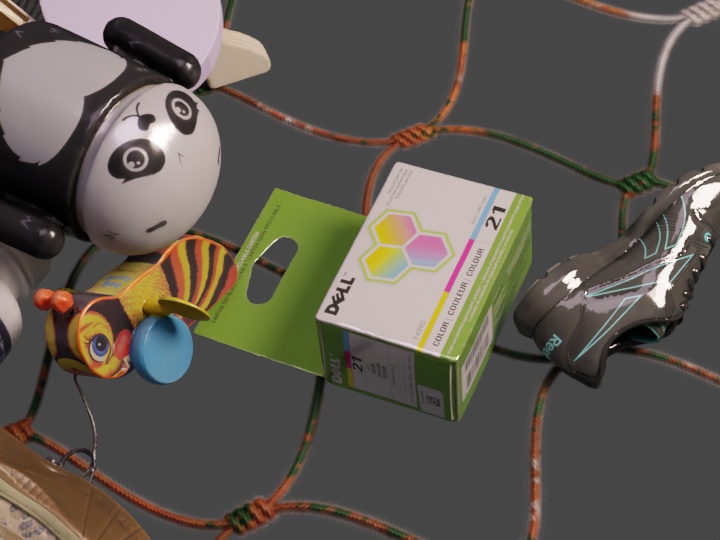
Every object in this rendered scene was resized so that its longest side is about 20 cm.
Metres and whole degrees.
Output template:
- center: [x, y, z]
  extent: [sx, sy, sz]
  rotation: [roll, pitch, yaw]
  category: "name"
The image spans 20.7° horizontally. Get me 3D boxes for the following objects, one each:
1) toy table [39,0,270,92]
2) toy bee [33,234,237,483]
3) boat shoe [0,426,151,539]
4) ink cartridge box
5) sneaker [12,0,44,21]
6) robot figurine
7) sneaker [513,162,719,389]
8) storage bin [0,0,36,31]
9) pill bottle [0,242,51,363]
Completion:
- center: [-0.162, -0.169, 1.463]
  extent: [0.183, 0.117, 0.200]
  rotation: [-9, 53, -2]
  category: "toy table"
- center: [-0.159, 0.035, 1.300]
  extent: [0.131, 0.109, 0.200]
  rotation: [-13, 39, 25]
  category: "toy bee"
- center: [-0.207, 0.157, 1.234]
  extent: [0.200, 0.073, 0.063]
  rotation: [37, 104, 3]
  category: "boat shoe"
- center: [0.000, 0.000, 1.342]
  extent: [0.199, 0.076, 0.148]
  rotation: [17, 56, 16]
  category: "ink cartridge box"
- center: [-0.305, -0.246, 1.568]
  extent: [0.200, 0.073, 0.115]
  rotation: [-4, 49, 2]
  category: "sneaker"
- center: [-0.188, -0.091, 1.306]
  extent: [0.200, 0.151, 0.125]
  rotation: [27, 15, 21]
  category: "robot figurine"
- center: [0.200, 0.004, 1.333]
  extent: [0.200, 0.075, 0.079]
  rotation: [-36, 68, -11]
  category: "sneaker"
- center: [-0.379, -0.157, 1.414]
  extent: [0.198, 0.094, 0.200]
  rotation: [39, 69, -14]
  category: "storage bin"
- center: [-0.297, 0.045, 1.317]
  extent: [0.111, 0.111, 0.200]
  rotation: [23, 58, 22]
  category: "pill bottle"
